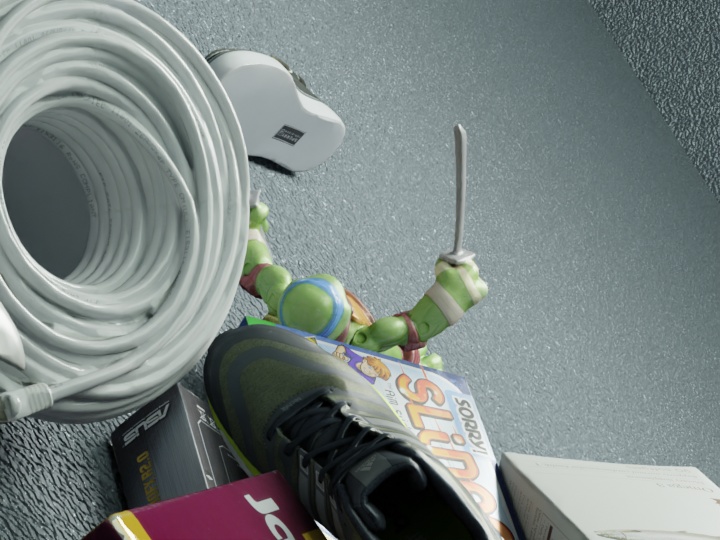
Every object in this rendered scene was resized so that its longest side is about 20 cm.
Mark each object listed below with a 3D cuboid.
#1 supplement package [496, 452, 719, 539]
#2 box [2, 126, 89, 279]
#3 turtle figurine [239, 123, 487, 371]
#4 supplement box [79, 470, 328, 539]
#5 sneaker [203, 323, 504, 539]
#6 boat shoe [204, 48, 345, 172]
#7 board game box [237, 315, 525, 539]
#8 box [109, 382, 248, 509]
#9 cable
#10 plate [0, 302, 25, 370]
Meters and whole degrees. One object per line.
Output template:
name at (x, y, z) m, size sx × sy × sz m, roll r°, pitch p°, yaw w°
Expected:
supplement package at (0.142, 0.179, 1.328) m, size 0.117 × 0.118 × 0.200 m, roll 6°, pitch 15°, yaw -20°
box at (-0.154, -0.064, 1.407) m, size 0.124 × 0.097 × 0.200 m, roll 45°, pitch 16°, yaw -26°
turtle figurine at (0.000, 0.000, 1.552) m, size 0.194 × 0.143 × 0.201 m, roll 75°, pitch 6°, yaw -70°
supplement box at (-0.066, 0.170, 1.116) m, size 0.131 × 0.103 × 0.200 m, roll 53°, pitch 14°, yaw 9°
sneaker at (0.004, 0.089, 1.213) m, size 0.200 × 0.074 × 0.081 m, roll 41°, pitch -14°, yaw 21°
boat shoe at (-0.072, -0.117, 1.865) m, size 0.057 × 0.069 × 0.200 m, roll 49°, pitch 7°, yaw 22°
board game box at (0.012, 0.112, 1.337) m, size 0.135 × 0.035 × 0.200 m, roll 16°, pitch 32°, yaw -27°
box at (-0.030, 0.166, 1.341) m, size 0.200 × 0.048 × 0.159 m, roll 39°, pitch 20°, yaw -39°
cable at (-0.138, -0.030, 1.234) m, size 0.200 × 0.069 × 0.201 m, roll -2°, pitch 83°, yaw -44°
plate at (-0.240, -0.040, 1.049) m, size 0.200 × 0.032 × 0.199 m, roll 29°, pitch -3°, yaw 37°
